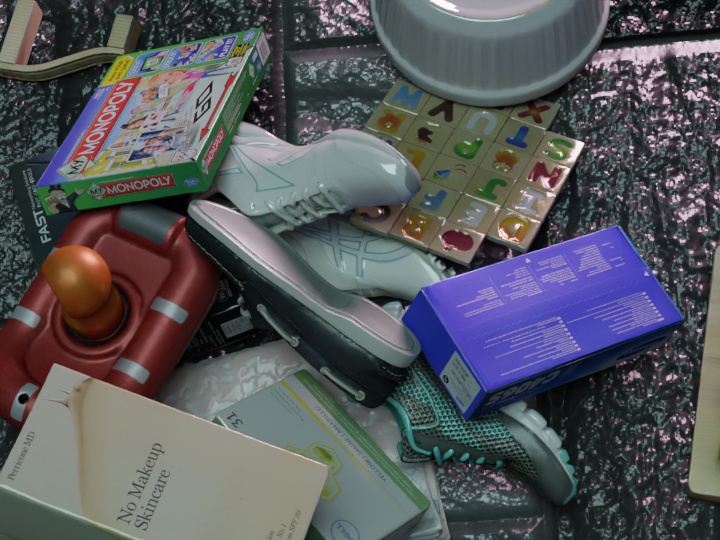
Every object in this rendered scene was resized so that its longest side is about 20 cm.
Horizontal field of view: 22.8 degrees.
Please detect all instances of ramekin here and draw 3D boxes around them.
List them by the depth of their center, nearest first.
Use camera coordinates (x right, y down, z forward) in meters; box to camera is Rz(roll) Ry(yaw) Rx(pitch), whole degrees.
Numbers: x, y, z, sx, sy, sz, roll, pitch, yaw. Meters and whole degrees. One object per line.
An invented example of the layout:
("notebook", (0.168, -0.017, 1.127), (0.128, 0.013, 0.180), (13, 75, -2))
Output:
("ramekin", (0.105, -0.241, 1.443), (0.202, 0.094, 0.203), (-1, 65, 3))

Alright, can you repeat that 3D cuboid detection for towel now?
("towel", (-0.048, 0.141, 1.366), (0.199, 0.032, 0.192), (-16, 69, 0))

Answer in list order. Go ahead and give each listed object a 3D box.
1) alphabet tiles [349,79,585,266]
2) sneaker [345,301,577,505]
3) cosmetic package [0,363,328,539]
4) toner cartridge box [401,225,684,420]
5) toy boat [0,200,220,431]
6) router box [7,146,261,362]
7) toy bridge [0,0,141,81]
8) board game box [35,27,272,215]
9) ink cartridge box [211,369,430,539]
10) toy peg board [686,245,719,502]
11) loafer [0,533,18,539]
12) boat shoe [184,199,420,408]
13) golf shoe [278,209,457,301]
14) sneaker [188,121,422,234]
("alphabet tiles", (0.077, -0.085, 1.403), (0.166, 0.006, 0.200), (21, 49, 14))
("sneaker", (0.070, 0.117, 1.328), (0.200, 0.078, 0.091), (40, 77, 10))
("cosmetic package", (-0.133, 0.151, 1.187), (0.199, 0.073, 0.104), (20, 57, 0))
("toner cartridge box", (0.137, 0.036, 1.323), (0.200, 0.043, 0.095), (-16, 64, -33))
("toy boat", (-0.196, 0.027, 1.287), (0.130, 0.131, 0.200), (23, 71, 20))
("router box", (-0.181, -0.018, 1.414), (0.149, 0.062, 0.200), (-21, 63, 0))
("toy bridge", (-0.291, -0.198, 1.522), (0.199, 0.027, 0.067), (10, 73, 11))
("board game box", (-0.156, -0.117, 1.380), (0.134, 0.029, 0.200), (-8, 34, 19))
("ink cartridge box", (-0.064, 0.165, 1.260), (0.146, 0.048, 0.200), (46, 39, 17))
("toy peg board", (0.352, 0.074, 1.306), (0.199, 0.098, 0.200), (8, 71, 9))
("loafer", (-0.205, 0.228, 1.233), (0.200, 0.076, 0.068), (21, 85, 34))
("boat shoe", (-0.053, 0.024, 1.285), (0.200, 0.076, 0.060), (37, 110, 11))
("golf shoe", (0.000, 0.000, 1.395), (0.200, 0.078, 0.097), (35, 83, 27))
("sneaker", (-0.043, -0.060, 1.335), (0.200, 0.070, 0.080), (5, 55, 36))
